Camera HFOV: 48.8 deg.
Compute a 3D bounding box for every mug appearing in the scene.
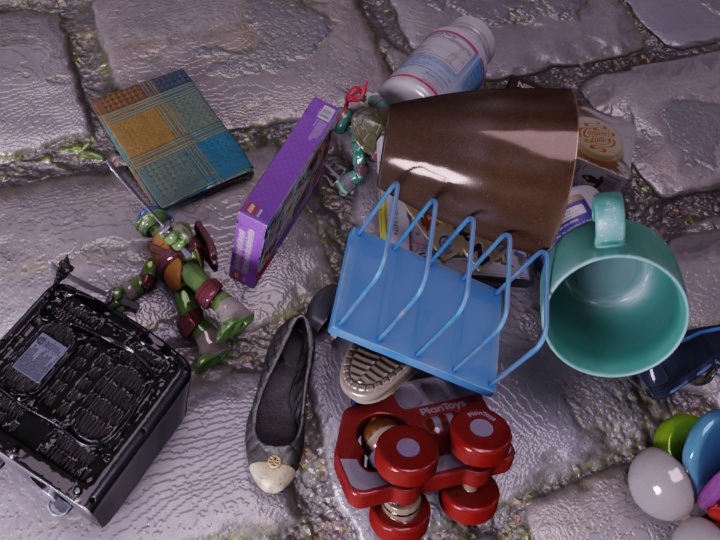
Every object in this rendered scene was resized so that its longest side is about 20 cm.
[{"bbox_3d":[0.278,0.009,0.860,0.150,0.187,0.115,24,33,-3],"label":"mug"}]

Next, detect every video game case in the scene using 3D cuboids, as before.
[{"bbox_3d":[0.117,-0.075,0.984,0.197,0.026,0.184,5,70,-17],"label":"video game case"}]

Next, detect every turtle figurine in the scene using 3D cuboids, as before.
[{"bbox_3d":[-0.222,0.015,0.866,0.144,0.200,0.194,-42,77,5],"label":"turtle figurine"},{"bbox_3d":[0.019,-0.164,1.047,0.198,0.101,0.151,30,81,-12],"label":"turtle figurine"}]

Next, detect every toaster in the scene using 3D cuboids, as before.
[{"bbox_3d":[-0.280,0.126,0.794,0.179,0.119,0.201,30,58,5],"label":"toaster"}]

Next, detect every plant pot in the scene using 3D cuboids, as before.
[{"bbox_3d":[0.122,-0.125,0.897,0.196,0.188,0.189,9,57,-1],"label":"plant pot"}]

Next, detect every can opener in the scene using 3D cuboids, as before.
[{"bbox_3d":[0.000,0.000,0.978,0.066,0.054,0.201,29,56,4],"label":"can opener"}]

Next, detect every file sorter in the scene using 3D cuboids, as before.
[{"bbox_3d":[0.088,0.016,0.843,0.197,0.123,0.140,22,50,-13],"label":"file sorter"}]

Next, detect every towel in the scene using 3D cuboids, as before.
[{"bbox_3d":[-0.247,-0.173,1.043,0.145,0.022,0.201,-26,67,-27],"label":"towel"}]

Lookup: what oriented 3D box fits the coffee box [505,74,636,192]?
[{"bbox_3d":[0.283,-0.182,1.139,0.197,0.080,0.115,23,53,1],"label":"coffee box"}]

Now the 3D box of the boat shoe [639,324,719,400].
[{"bbox_3d":[0.410,0.113,0.993,0.197,0.084,0.070,-12,85,-30],"label":"boat shoe"}]

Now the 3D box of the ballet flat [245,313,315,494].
[{"bbox_3d":[-0.088,0.141,0.869,0.065,0.057,0.203,9,58,-7],"label":"ballet flat"}]

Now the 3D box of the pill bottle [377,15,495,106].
[{"bbox_3d":[0.115,-0.278,1.140,0.108,0.109,0.201,34,57,8],"label":"pill bottle"}]

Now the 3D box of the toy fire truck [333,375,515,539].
[{"bbox_3d":[0.063,0.185,0.863,0.197,0.114,0.169,-9,36,-17],"label":"toy fire truck"}]

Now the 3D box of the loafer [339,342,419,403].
[{"bbox_3d":[0.045,0.089,0.911,0.075,0.069,0.200,25,45,23],"label":"loafer"}]

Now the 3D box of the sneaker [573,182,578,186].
[{"bbox_3d":[0.212,-0.098,1.080,0.197,0.074,0.082,-11,58,-22],"label":"sneaker"}]

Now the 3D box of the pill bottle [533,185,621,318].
[{"bbox_3d":[0.295,0.006,1.006,0.118,0.120,0.202,-14,63,-21],"label":"pill bottle"}]

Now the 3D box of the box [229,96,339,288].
[{"bbox_3d":[-0.092,-0.095,0.962,0.039,0.137,0.202,26,56,3],"label":"box"}]

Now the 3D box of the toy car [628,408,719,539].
[{"bbox_3d":[0.413,0.241,0.874,0.173,0.151,0.202,-18,65,-22],"label":"toy car"}]

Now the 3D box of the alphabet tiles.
[{"bbox_3d":[0.122,-0.104,0.979,0.165,0.006,0.201,-32,85,-26],"label":"alphabet tiles"}]
